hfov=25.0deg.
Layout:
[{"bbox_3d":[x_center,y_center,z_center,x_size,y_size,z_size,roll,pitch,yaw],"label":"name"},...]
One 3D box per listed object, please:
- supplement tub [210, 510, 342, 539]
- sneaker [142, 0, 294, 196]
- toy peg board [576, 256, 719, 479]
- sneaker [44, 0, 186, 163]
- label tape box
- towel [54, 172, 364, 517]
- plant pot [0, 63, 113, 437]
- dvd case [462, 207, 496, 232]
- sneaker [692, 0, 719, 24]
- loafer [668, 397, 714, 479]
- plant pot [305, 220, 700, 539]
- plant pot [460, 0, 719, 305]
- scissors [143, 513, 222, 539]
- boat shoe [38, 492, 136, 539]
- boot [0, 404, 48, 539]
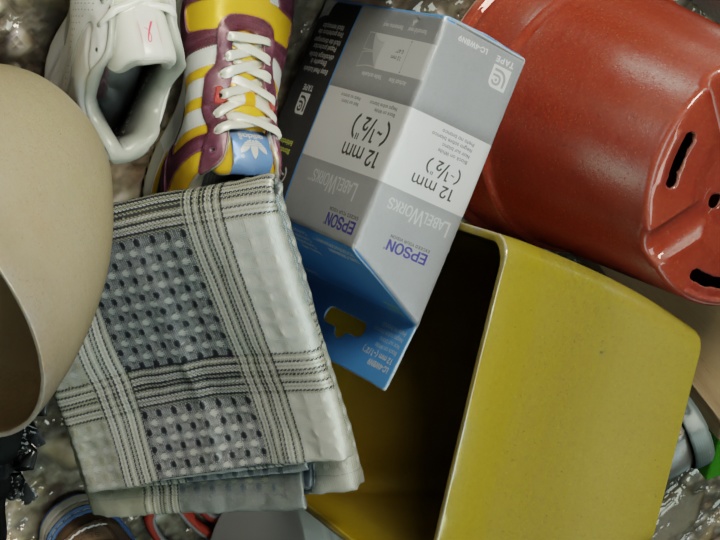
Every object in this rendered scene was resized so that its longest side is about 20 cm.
[{"bbox_3d":[0.007,0.219,1.114,0.199,0.145,0.146,15,108,-36],"label":"supplement tub"},{"bbox_3d":[-0.070,-0.097,0.933,0.074,0.090,0.202,-1,117,-29],"label":"sneaker"},{"bbox_3d":[0.271,0.035,1.146,0.198,0.201,0.098,-18,141,-20],"label":"toy peg board"},{"bbox_3d":[-0.122,-0.150,0.869,0.077,0.099,0.202,-10,120,-24],"label":"sneaker"},{"bbox_3d":[-0.002,-0.050,0.937,0.066,0.143,0.201,24,90,-31],"label":"label tape box"},{"bbox_3d":[-0.106,0.054,0.936,0.191,0.035,0.202,-9,110,22],"label":"towel"},{"bbox_3d":[-0.207,-0.032,0.851,0.135,0.199,0.202,-52,138,-39],"label":"plant pot"},{"bbox_3d":[0.000,0.000,1.070,0.199,0.022,0.147,12,110,-35],"label":"dvd case"},{"bbox_3d":[0.250,-0.230,1.054,0.200,0.073,0.115,37,92,-38],"label":"sneaker"},{"bbox_3d":[0.161,0.068,1.087,0.063,0.200,0.072,-27,129,-7],"label":"loafer"},{"bbox_3d":[0.087,0.077,0.987,0.175,0.200,0.202,11,95,-28],"label":"plant pot"},{"bbox_3d":[0.175,-0.080,1.000,0.199,0.195,0.203,-12,115,-26],"label":"plant pot"},{"bbox_3d":[-0.140,0.124,1.064,0.073,0.014,0.200,-40,130,-2],"label":"scissors"},{"bbox_3d":[-0.144,0.235,1.086,0.072,0.072,0.200,-41,128,-3],"label":"boat shoe"},{"bbox_3d":[-0.281,0.125,0.950,0.197,0.073,0.164,-6,121,-35],"label":"boot"}]
